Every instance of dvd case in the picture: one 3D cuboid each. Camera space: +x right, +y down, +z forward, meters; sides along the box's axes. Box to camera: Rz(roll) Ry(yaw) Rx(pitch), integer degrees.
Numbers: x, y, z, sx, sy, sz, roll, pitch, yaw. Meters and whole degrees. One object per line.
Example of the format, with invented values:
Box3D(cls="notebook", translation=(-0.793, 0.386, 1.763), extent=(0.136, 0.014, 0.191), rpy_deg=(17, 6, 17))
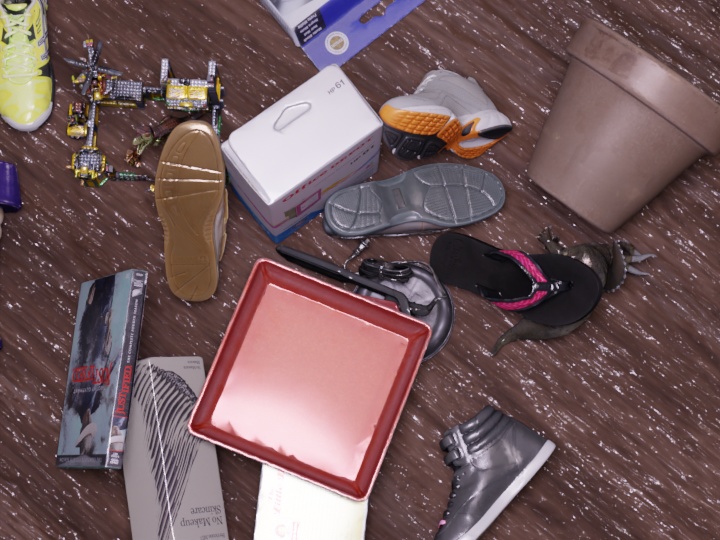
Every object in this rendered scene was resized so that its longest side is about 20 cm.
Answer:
Box3D(cls="dvd case", translation=(-0.267, 0.104, 1.583), extent=(0.022, 0.146, 0.201), rpy_deg=(11, 79, -30))

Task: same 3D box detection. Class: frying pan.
Box3D(cls="frying pan", translation=(0.009, 0.054, 1.649), extent=(0.190, 0.031, 0.115), rpy_deg=(-14, 77, -5))

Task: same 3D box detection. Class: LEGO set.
Box3D(cls="LEGO set", translation=(-0.226, -0.158, 1.639), extent=(0.199, 0.116, 0.154), rpy_deg=(11, 79, 2))

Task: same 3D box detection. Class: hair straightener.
Box3D(cls="hair straightener", translation=(0.000, 0.000, 1.629), extent=(0.200, 0.041, 0.077), rpy_deg=(12, 75, 20))

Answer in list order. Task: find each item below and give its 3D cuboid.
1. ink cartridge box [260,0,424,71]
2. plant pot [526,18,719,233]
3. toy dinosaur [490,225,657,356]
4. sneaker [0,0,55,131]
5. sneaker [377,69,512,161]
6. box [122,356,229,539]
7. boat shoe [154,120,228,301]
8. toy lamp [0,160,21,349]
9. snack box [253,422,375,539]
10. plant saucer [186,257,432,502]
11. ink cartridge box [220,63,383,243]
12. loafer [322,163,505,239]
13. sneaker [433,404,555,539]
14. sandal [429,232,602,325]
Box3D(cls="ink cartridge box", translation=(-0.027, -0.352, 1.717), extent=(0.199, 0.041, 0.200), rpy_deg=(-39, 82, -7))
Box3D(cls="plant pot", translation=(0.268, -0.139, 1.617), extent=(0.200, 0.200, 0.175), rpy_deg=(36, 98, 6))
Box3D(cls="toy dinosaur", translation=(0.215, 0.020, 1.632), extent=(0.102, 0.077, 0.200), rpy_deg=(39, 77, 20))
Box3D(cls="sneaker", translation=(-0.377, -0.251, 1.677), extent=(0.075, 0.076, 0.201), rpy_deg=(-7, 81, -3))
Box3D(cls="sneaker", translation=(0.074, -0.172, 1.629), extent=(0.076, 0.200, 0.092), rpy_deg=(-40, 68, 29))
Box3D(cls="box", translation=(-0.197, 0.192, 1.583), extent=(0.068, 0.082, 0.201), rpy_deg=(-19, 77, 39))
Box3D(cls="boat shoe", translation=(-0.175, -0.070, 1.606), extent=(0.074, 0.069, 0.200), rpy_deg=(5, 116, 0))
Box3D(cls="toy lamp", translation=(-0.397, -0.018, 1.643), extent=(0.058, 0.058, 0.201), rpy_deg=(3, 79, 0))
Box3D(cls="snack box", translation=(-0.052, 0.263, 1.602), extent=(0.116, 0.037, 0.201), rpy_deg=(7, 79, -1))
Box3D(cls="plant saucer", translation=(-0.052, 0.114, 1.594), extent=(0.200, 0.037, 0.200), rpy_deg=(22, 76, 2))
Box3D(cls="ink cartridge box", translation=(-0.059, -0.116, 1.591), extent=(0.144, 0.200, 0.085), rpy_deg=(-37, 81, -7))
Box3D(cls="loafer", translation=(0.054, -0.070, 1.657), extent=(0.199, 0.063, 0.072), rpy_deg=(-8, 77, -13))
Box3D(cls="sneaker", translation=(0.104, 0.225, 1.598), extent=(0.099, 0.071, 0.200), rpy_deg=(41, 76, 8))
Box3D(cls="sandal", translation=(0.155, 0.009, 1.604), extent=(0.200, 0.045, 0.075), rpy_deg=(16, 99, 28))
